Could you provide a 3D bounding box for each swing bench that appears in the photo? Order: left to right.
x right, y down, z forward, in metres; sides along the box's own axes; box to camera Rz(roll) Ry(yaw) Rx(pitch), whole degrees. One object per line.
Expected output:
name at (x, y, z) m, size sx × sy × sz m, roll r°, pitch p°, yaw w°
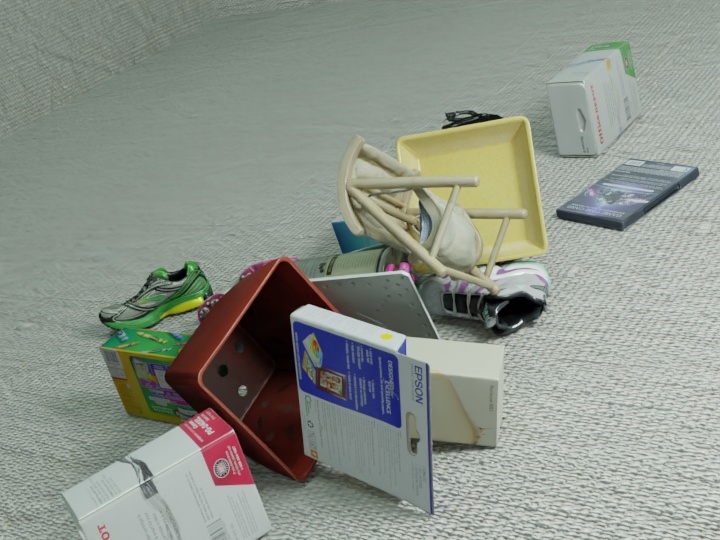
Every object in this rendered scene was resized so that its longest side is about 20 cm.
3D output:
swing bench at (0.086, -0.071, 1.464) m, size 0.198 × 0.132 × 0.198 m, roll 22°, pitch 2°, yaw 30°

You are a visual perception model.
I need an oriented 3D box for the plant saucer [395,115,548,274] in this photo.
plant saucer at (0.161, -0.106, 1.603) m, size 0.196 × 0.204 × 0.048 m, roll -9°, pitch -7°, yaw 9°

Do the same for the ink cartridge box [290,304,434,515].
ink cartridge box at (0.011, 0.155, 1.259) m, size 0.198 × 0.201 × 0.047 m, roll 16°, pitch 32°, yaw 34°

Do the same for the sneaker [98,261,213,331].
sneaker at (-0.359, 0.041, 1.904) m, size 0.197 × 0.086 × 0.078 m, roll -23°, pitch 25°, yaw -9°

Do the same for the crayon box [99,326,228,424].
crayon box at (-0.271, 0.153, 1.573) m, size 0.197 × 0.121 × 0.058 m, roll 4°, pitch 31°, yaw 37°

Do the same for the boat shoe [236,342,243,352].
boat shoe at (-0.244, 0.125, 1.675) m, size 0.196 × 0.067 × 0.075 m, roll -13°, pitch 24°, yaw 11°

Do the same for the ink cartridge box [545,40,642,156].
ink cartridge box at (0.433, -0.317, 2.041) m, size 0.086 × 0.147 × 0.200 m, roll 3°, pitch 32°, yaw 38°

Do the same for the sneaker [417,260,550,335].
sneaker at (0.168, 0.047, 1.549) m, size 0.196 × 0.079 × 0.140 m, roll -12°, pitch 24°, yaw 14°

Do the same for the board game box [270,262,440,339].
board game box at (0.006, 0.069, 1.464) m, size 0.197 × 0.201 × 0.026 m, roll -4°, pitch 46°, yaw 25°

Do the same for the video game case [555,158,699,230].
video game case at (0.435, -0.127, 1.803) m, size 0.199 × 0.019 × 0.142 m, roll -33°, pitch 29°, yaw -28°

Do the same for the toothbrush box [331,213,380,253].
toothbrush box at (0.074, -0.087, 1.866) m, size 0.197 × 0.086 × 0.147 m, roll -4°, pitch 28°, yaw 34°

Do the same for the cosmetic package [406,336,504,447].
cosmetic package at (0.073, 0.142, 1.334) m, size 0.196 × 0.105 × 0.073 m, roll 4°, pitch 31°, yaw 13°

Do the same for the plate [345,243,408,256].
plate at (0.000, 0.000, 1.726) m, size 0.197 × 0.026 × 0.200 m, roll -17°, pitch -11°, yaw -3°

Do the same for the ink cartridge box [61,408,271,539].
ink cartridge box at (-0.219, 0.274, 1.254) m, size 0.198 × 0.147 × 0.083 m, roll -28°, pitch 27°, yaw -21°

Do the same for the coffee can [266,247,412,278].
coffee can at (-0.033, 0.049, 1.593) m, size 0.197 × 0.148 × 0.147 m, roll -7°, pitch 26°, yaw 21°

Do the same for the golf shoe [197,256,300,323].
golf shoe at (-0.173, 0.028, 1.790) m, size 0.198 × 0.076 × 0.092 m, roll -27°, pitch 10°, yaw 15°

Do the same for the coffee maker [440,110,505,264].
coffee maker at (0.202, -0.136, 1.756) m, size 0.132 × 0.203 × 0.193 m, roll -8°, pitch 26°, yaw 14°

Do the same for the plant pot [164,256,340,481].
plant pot at (-0.134, 0.127, 1.423) m, size 0.175 × 0.200 × 0.201 m, roll -7°, pitch 42°, yaw 52°
